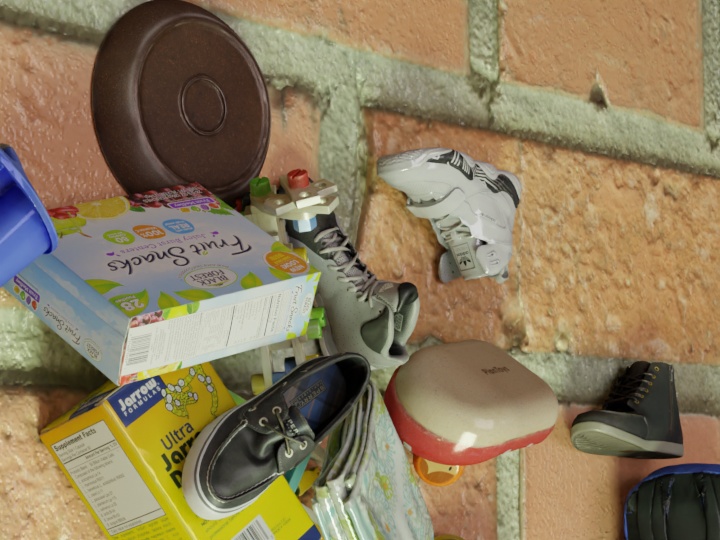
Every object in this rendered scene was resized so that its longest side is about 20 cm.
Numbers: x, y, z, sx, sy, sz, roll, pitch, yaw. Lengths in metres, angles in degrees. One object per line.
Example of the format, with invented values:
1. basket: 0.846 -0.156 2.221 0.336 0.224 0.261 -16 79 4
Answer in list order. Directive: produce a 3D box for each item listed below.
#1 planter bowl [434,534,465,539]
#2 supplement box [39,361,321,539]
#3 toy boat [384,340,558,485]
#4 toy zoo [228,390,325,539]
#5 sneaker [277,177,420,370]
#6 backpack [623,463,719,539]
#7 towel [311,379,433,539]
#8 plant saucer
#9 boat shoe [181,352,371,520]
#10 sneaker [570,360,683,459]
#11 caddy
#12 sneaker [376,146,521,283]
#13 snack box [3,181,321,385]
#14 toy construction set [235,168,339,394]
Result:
1. planter bowl: 0.121 0.356 1.633 0.200 0.083 0.202 16 71 -54
2. supplement box: -0.145 0.173 1.363 0.109 0.109 0.201 -38 98 -42
3. toy boat: 0.094 0.151 1.631 0.200 0.130 0.131 -3 126 -60
4. toy zoo: -0.072 0.206 1.485 0.199 0.020 0.132 34 61 -19
5. sneaker: 0.000 0.000 1.556 0.075 0.115 0.201 -34 109 -42
6. backpack: 0.369 0.312 1.868 0.168 0.161 0.202 -8 91 -75
7. towel: 0.018 0.216 1.457 0.172 0.048 0.201 -73 147 -59
8. plant saucer: -0.146 -0.142 1.486 0.199 0.034 0.202 6 81 -45
9. boat shoe: -0.059 0.124 1.335 0.200 0.066 0.070 -34 95 -43
10. sneaker: 0.291 0.149 1.873 0.199 0.074 0.107 17 68 -52
11. caddy: -0.294 -0.056 1.217 0.105 0.200 0.142 -45 116 -20
12. sneaker: 0.092 -0.053 1.685 0.199 0.075 0.116 13 73 -47
13. snack box: -0.160 0.005 1.350 0.199 0.168 0.068 -14 129 -43
14. toy construction set: -0.071 -0.003 1.468 0.131 0.091 0.201 -88 -176 -64
